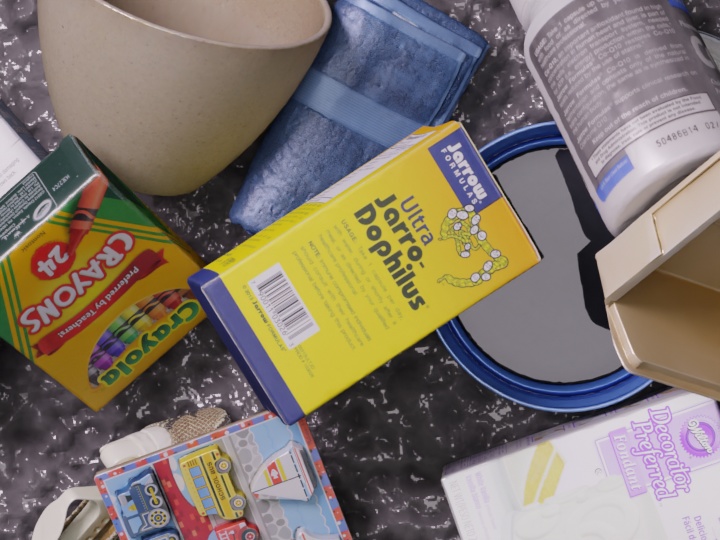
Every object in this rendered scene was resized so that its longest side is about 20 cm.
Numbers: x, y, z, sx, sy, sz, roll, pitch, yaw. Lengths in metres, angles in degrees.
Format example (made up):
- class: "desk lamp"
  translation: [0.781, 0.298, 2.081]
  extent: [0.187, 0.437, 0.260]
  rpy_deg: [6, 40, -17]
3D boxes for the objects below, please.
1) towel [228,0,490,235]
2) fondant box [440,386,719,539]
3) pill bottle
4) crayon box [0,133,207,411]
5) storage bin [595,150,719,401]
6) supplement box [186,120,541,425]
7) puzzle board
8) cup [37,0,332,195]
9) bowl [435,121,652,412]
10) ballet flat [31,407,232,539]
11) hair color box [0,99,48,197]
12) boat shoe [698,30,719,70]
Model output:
- class: "towel"
  translation: [-0.002, -0.096, 1.508]
  extent: [0.111, 0.049, 0.201]
  rpy_deg: [27, 94, -19]
- class: "fondant box"
  translation: [0.171, 0.175, 1.516]
  extent: [0.199, 0.058, 0.145]
  rpy_deg: [-20, 91, 3]
- class: "pill bottle"
  translation: [0.177, -0.129, 1.450]
  extent: [0.113, 0.114, 0.201]
  rpy_deg: [-25, 65, 4]
- class: "crayon box"
  translation: [-0.177, 0.012, 1.471]
  extent: [0.127, 0.200, 0.051]
  rpy_deg: [-41, 49, 3]
- class: "storage bin"
  translation: [0.288, -0.003, 1.395]
  extent: [0.198, 0.200, 0.094]
  rpy_deg: [16, 49, -32]
- class: "supplement box"
  translation: [0.000, 0.000, 1.436]
  extent: [0.199, 0.109, 0.110]
  rpy_deg: [-33, 97, -7]
- class: "puzzle board"
  translation: [-0.080, 0.202, 1.516]
  extent: [0.150, 0.017, 0.201]
  rpy_deg: [-20, 112, 2]
- class: "cup"
  translation: [-0.134, -0.137, 1.477]
  extent: [0.199, 0.200, 0.144]
  rpy_deg: [21, 118, 3]
- class: "bowl"
  translation: [0.141, -0.003, 1.521]
  extent: [0.199, 0.039, 0.202]
  rpy_deg: [0, 92, 4]
- class: "ballet flat"
  translation: [-0.174, 0.165, 1.527]
  extent: [0.200, 0.068, 0.075]
  rpy_deg: [-48, 130, 6]
- class: "hair color box"
  translation: [-0.260, -0.050, 1.537]
  extent: [0.099, 0.061, 0.200]
  rpy_deg: [-42, 90, 4]
- class: "boat shoe"
  translation: [0.275, -0.088, 1.485]
  extent: [0.075, 0.086, 0.202]
  rpy_deg: [-42, 87, 3]
